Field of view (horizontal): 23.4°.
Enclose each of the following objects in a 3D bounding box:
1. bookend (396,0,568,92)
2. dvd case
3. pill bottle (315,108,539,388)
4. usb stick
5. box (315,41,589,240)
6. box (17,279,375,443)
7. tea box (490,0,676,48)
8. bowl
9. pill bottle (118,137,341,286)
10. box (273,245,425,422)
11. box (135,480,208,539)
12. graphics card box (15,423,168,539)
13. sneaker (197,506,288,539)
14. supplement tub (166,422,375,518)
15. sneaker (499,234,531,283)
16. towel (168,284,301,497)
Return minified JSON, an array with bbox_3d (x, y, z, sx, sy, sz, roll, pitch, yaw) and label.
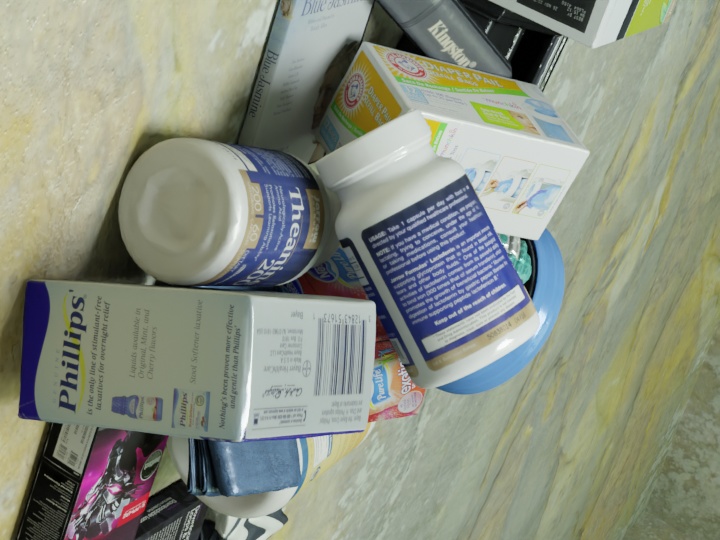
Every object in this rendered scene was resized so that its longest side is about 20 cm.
[{"bbox_3d":[0.097,-0.174,1.689,0.200,0.092,0.199,-4,121,-65],"label":"bookend"},{"bbox_3d":[-0.043,-0.170,1.470,0.143,0.018,0.201,-26,140,-56],"label":"dvd case"},{"bbox_3d":[0.050,-0.018,1.376,0.115,0.201,0.116,-27,-176,2],"label":"pill bottle"},{"bbox_3d":[0.072,-0.210,1.521,0.055,0.033,0.200,-41,139,6],"label":"usb stick"},{"bbox_3d":[0.079,-0.111,1.516,0.199,0.113,0.102,9,123,-34],"label":"box"},{"bbox_3d":[-0.119,0.065,1.291,0.184,0.199,0.105,5,89,-61],"label":"box"},{"bbox_3d":[0.182,-0.308,1.561,0.197,0.199,0.134,-27,141,-58],"label":"tea box"},{"bbox_3d":[0.112,0.024,1.760,0.039,0.200,0.201,32,87,-45],"label":"bowl"},{"bbox_3d":[-0.092,-0.043,1.374,0.200,0.111,0.111,1,116,-63],"label":"pill bottle"},{"bbox_3d":[-0.022,0.033,1.512,0.095,0.200,0.100,-6,129,-28],"label":"box"},{"bbox_3d":[-0.221,0.288,1.632,0.200,0.036,0.143,-24,140,-56],"label":"box"},{"bbox_3d":[-0.218,0.165,1.454,0.125,0.051,0.201,-21,135,-59],"label":"graphics card box"},{"bbox_3d":[-0.128,0.277,1.771,0.129,0.079,0.200,-18,124,-49],"label":"sneaker"},{"bbox_3d":[-0.071,0.126,1.615,0.200,0.144,0.145,-32,146,-51],"label":"supplement tub"},{"bbox_3d":[0.072,-0.034,1.699,0.091,0.200,0.078,-59,180,35],"label":"sneaker"},{"bbox_3d":[-0.106,0.090,1.459,0.111,0.048,0.201,3,75,-51],"label":"towel"}]
